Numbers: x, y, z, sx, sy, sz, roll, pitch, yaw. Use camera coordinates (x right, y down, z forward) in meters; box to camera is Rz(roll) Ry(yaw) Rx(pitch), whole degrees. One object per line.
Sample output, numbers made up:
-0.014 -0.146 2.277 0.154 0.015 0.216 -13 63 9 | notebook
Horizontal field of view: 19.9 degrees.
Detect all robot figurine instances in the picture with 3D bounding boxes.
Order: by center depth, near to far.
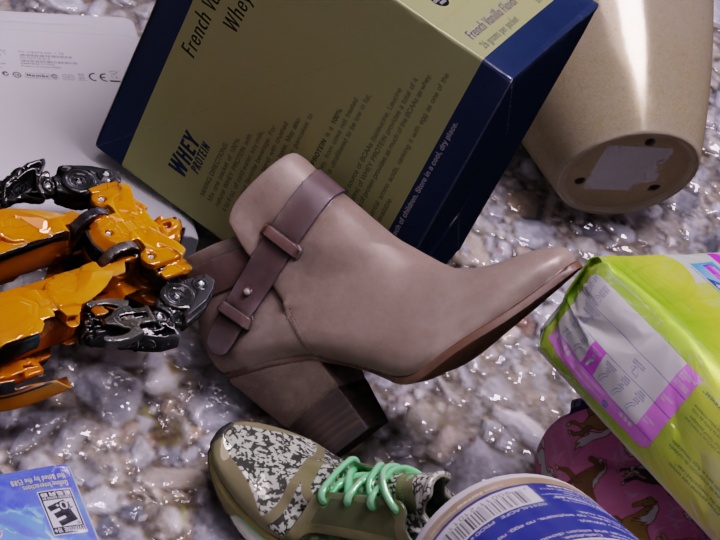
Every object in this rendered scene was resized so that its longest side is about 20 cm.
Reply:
-0.177 0.011 1.072 0.199 0.058 0.145 -19 54 -37 | robot figurine

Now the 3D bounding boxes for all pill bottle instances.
0.097 0.172 0.892 0.115 0.117 0.200 5 12 -18 | pill bottle

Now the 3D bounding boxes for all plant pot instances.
0.153 -0.145 1.331 0.186 0.188 0.201 3 58 -19 | plant pot

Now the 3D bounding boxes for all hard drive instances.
-0.181 -0.082 1.221 0.131 0.027 0.201 1 44 -22 | hard drive

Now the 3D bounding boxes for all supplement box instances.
-0.010 -0.111 1.169 0.199 0.201 0.134 35 35 9 | supplement box

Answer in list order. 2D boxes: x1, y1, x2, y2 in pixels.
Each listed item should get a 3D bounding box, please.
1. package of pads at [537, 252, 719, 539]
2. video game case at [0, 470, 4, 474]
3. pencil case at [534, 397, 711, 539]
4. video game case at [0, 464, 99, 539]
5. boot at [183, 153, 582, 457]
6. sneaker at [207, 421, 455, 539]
0.200 0.074 1.045 0.154 0.068 0.200 -2 43 -51 | package of pads
-0.259 0.130 0.966 0.143 0.019 0.199 41 46 22 | video game case
0.148 0.158 1.047 0.082 0.087 0.201 -2 44 -9 | pencil case
-0.191 0.183 0.895 0.199 0.046 0.182 -8 56 -32 | video game case
0.000 0.000 1.095 0.147 0.199 0.070 56 13 11 | boot
0.017 0.119 1.035 0.199 0.089 0.077 29 41 9 | sneaker
